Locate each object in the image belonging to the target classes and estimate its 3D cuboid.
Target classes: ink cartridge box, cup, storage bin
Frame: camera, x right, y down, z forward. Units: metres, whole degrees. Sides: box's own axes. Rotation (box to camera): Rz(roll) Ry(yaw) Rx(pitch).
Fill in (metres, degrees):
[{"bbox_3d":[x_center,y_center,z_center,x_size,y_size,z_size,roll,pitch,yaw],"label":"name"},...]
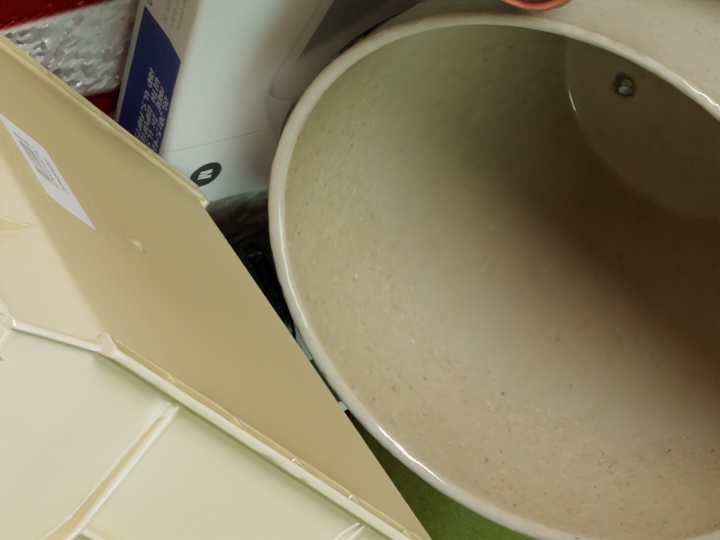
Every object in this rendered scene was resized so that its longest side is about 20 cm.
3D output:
[{"bbox_3d":[0.022,-0.114,0.837,0.199,0.041,0.200,-19,150,-27],"label":"ink cartridge box"},{"bbox_3d":[0.090,-0.028,0.832,0.143,0.200,0.201,-48,170,-45],"label":"cup"},{"bbox_3d":[-0.094,0.023,0.720,0.094,0.200,0.198,-44,137,9],"label":"storage bin"}]

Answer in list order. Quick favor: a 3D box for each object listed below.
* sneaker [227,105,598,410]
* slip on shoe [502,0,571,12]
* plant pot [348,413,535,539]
[{"bbox_3d":[0.000,0.000,0.948,0.200,0.071,0.099,-39,158,34],"label":"sneaker"},{"bbox_3d":[-0.019,-0.121,0.683,0.199,0.061,0.074,17,130,-12],"label":"slip on shoe"},{"bbox_3d":[0.088,0.043,1.044,0.186,0.187,0.201,-15,134,-32],"label":"plant pot"}]
